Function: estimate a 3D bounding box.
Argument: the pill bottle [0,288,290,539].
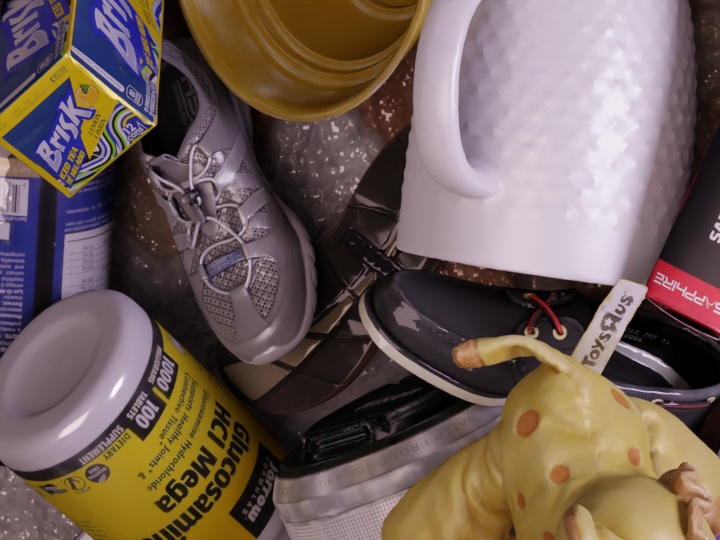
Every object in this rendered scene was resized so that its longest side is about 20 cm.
[{"bbox_3d":[-0.108,0.110,1.399,0.112,0.113,0.200,-27,128,24],"label":"pill bottle"}]

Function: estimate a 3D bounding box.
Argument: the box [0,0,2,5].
[{"bbox_3d":[-0.252,-0.187,1.393,0.200,0.047,0.194,48,124,46],"label":"box"}]

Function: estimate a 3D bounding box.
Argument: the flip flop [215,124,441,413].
[{"bbox_3d":[0.000,0.000,1.405,0.081,0.058,0.200,41,98,13],"label":"flip flop"}]

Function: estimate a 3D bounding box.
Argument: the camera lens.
[{"bbox_3d":[0.055,0.160,1.363,0.159,0.160,0.201,-22,96,24],"label":"camera lens"}]

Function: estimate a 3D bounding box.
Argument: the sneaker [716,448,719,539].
[{"bbox_3d":[0.239,0.165,1.285,0.146,0.080,0.201,25,105,26],"label":"sneaker"}]

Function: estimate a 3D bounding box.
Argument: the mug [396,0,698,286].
[{"bbox_3d":[0.087,-0.089,1.268,0.147,0.199,0.177,10,93,34],"label":"mug"}]

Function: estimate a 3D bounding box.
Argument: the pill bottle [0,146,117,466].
[{"bbox_3d":[-0.199,0.004,1.444,0.111,0.112,0.202,10,107,17],"label":"pill bottle"}]

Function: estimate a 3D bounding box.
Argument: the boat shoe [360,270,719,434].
[{"bbox_3d":[0.096,0.036,1.293,0.200,0.074,0.063,19,130,-19],"label":"boat shoe"}]

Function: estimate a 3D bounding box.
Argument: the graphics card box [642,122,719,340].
[{"bbox_3d":[0.214,-0.067,1.247,0.051,0.125,0.201,28,102,20],"label":"graphics card box"}]

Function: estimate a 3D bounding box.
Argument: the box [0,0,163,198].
[{"bbox_3d":[-0.150,-0.132,1.342,0.070,0.201,0.064,-38,121,24],"label":"box"}]

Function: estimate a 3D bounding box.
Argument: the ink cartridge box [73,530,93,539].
[{"bbox_3d":[-0.128,0.261,1.527,0.200,0.050,0.162,41,113,-3],"label":"ink cartridge box"}]

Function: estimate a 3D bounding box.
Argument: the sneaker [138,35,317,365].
[{"bbox_3d":[-0.088,-0.039,1.372,0.074,0.082,0.201,-32,67,22],"label":"sneaker"}]

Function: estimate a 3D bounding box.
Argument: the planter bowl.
[{"bbox_3d":[-0.007,-0.181,1.325,0.200,0.083,0.202,8,101,44],"label":"planter bowl"}]

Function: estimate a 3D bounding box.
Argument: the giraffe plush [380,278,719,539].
[{"bbox_3d":[0.117,0.131,1.179,0.171,0.162,0.201,2,120,-17],"label":"giraffe plush"}]
